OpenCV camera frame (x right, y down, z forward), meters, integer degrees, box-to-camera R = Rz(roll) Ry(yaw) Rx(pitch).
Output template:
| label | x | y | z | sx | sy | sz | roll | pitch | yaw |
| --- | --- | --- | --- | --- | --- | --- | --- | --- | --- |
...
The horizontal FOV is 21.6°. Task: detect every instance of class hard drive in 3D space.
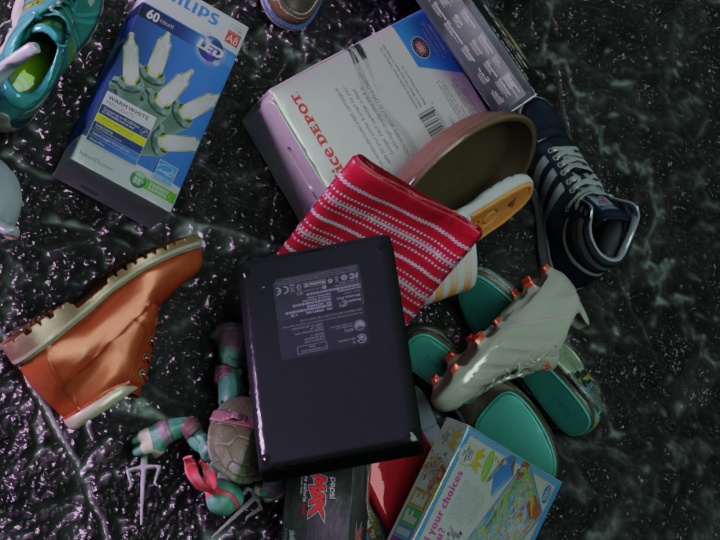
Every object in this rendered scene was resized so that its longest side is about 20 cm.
| label | x | y | z | sx | sy | sz | roll | pitch | yaw |
| --- | --- | --- | --- | --- | --- | --- | --- | --- | --- |
| hard drive | -0.028 | 0.073 | 1.610 | 0.138 | 0.033 | 0.201 | -11 | 60 | 4 |

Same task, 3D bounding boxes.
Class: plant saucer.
| label | x | y | z | sx | sy | sz | roll | pitch | yaw |
| --- | --- | --- | --- | --- | --- | --- | --- | --- | --- |
| plant saucer | 0.083 | -0.073 | 1.755 | 0.199 | 0.201 | 0.029 | -30 | 62 | -30 |

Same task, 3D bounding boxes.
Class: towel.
| label | x | y | z | sx | sy | sz | roll | pitch | yaw |
| --- | --- | --- | --- | --- | --- | --- | --- | --- | --- |
| towel | 0.000 | 0.000 | 1.693 | 0.144 | 0.200 | 0.023 | 29 | 28 | -18 |

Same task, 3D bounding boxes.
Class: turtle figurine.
| label | x | y | z | sx | sy | sz | roll | pitch | yaw |
| --- | --- | --- | --- | --- | --- | --- | --- | --- | --- |
| turtle figurine | -0.110 | 0.150 | 1.644 | 0.149 | 0.100 | 0.201 | 36 | 54 | -26 |

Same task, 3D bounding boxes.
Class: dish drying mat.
| label | x | y | z | sx | sy | sz | roll | pitch | yaw |
| --- | --- | --- | --- | --- | --- | --- | --- | --- | --- |
| dish drying mat | 0.031 | 0.175 | 1.714 | 0.076 | 0.018 | 0.201 | -28 | 92 | -27 |

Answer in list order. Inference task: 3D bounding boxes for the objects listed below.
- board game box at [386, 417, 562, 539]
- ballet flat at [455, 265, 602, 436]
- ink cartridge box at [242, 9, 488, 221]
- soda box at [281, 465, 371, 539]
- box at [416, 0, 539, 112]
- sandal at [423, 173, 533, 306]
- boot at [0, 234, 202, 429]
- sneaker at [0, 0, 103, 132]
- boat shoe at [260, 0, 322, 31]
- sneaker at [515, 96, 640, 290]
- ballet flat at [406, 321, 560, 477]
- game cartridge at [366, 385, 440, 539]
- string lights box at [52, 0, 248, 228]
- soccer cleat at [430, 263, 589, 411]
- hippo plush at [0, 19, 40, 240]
| label | x | y | z | sx | sy | sz | roll | pitch | yaw |
| --- | --- | --- | --- | --- | --- | --- | --- | --- | --- |
| board game box | 0.087 | 0.250 | 1.691 | 0.134 | 0.034 | 0.201 | 33 | 80 | -36 |
| ballet flat | 0.165 | 0.070 | 1.830 | 0.074 | 0.074 | 0.201 | -40 | 99 | -29 |
| ink cartridge box | 0.010 | -0.134 | 1.778 | 0.199 | 0.084 | 0.147 | -30 | 88 | -29 |
| soda box | -0.028 | 0.187 | 1.654 | 0.063 | 0.071 | 0.202 | 4 | 90 | 15 |
| box | 0.098 | -0.247 | 1.820 | 0.046 | 0.159 | 0.201 | -34 | 96 | 12 |
| sandal | 0.097 | -0.019 | 1.757 | 0.206 | 0.079 | 0.059 | -34 | 65 | -21 |
| boot | -0.202 | 0.050 | 1.638 | 0.200 | 0.075 | 0.108 | -37 | 99 | -21 |
| sneaker | -0.270 | -0.210 | 1.658 | 0.077 | 0.080 | 0.201 | 28 | 66 | -18 |
| boat shoe | -0.046 | -0.328 | 1.807 | 0.072 | 0.072 | 0.202 | 19 | 69 | -22 |
| sneaker | 0.212 | -0.086 | 1.859 | 0.070 | 0.108 | 0.202 | -8 | 81 | -29 |
| ballet flat | 0.115 | 0.119 | 1.778 | 0.068 | 0.068 | 0.200 | -42 | 96 | 8 |
| game cartridge | 0.037 | 0.221 | 1.735 | 0.133 | 0.041 | 0.201 | -23 | 88 | -34 |
| string lights box | -0.187 | -0.152 | 1.698 | 0.102 | 0.059 | 0.201 | 28 | 66 | -17 |
| soccer cleat | 0.141 | 0.073 | 1.730 | 0.078 | 0.069 | 0.200 | 50 | 56 | -4 |
| hippo plush | -0.352 | -0.099 | 1.576 | 0.199 | 0.159 | 0.162 | -28 | 122 | -15 |
